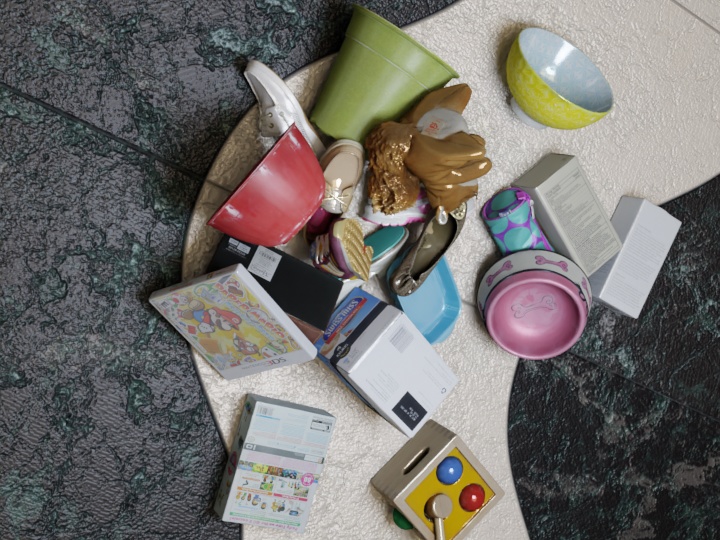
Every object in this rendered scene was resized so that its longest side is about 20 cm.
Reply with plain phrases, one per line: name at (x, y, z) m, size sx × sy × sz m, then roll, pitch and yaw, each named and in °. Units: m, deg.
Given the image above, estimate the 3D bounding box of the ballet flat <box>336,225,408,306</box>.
ballet flat at (0.000, 0.000, 1.700) m, size 0.200 × 0.069 × 0.070 m, roll -36°, pitch 110°, yaw -10°

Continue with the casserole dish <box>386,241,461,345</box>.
casserole dish at (0.104, 0.036, 1.733) m, size 0.121 × 0.039 × 0.200 m, roll -43°, pitch 128°, yaw -27°

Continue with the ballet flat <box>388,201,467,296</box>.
ballet flat at (0.114, -0.042, 1.654) m, size 0.067 × 0.046 × 0.200 m, roll 41°, pitch 75°, yaw -16°

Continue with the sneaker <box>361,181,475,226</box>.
sneaker at (0.101, -0.121, 1.708) m, size 0.200 × 0.081 × 0.088 m, roll -2°, pitch 101°, yaw -24°

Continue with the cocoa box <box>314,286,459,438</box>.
cocoa box at (0.037, 0.149, 1.674) m, size 0.133 × 0.131 × 0.200 m, roll -48°, pitch 128°, yaw -9°

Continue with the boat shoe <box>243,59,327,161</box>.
boat shoe at (-0.126, -0.231, 1.597) m, size 0.069 × 0.071 × 0.200 m, roll -41°, pitch 113°, yaw -14°

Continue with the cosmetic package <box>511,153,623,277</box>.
cosmetic package at (0.366, -0.097, 1.824) m, size 0.103 × 0.087 × 0.200 m, roll -37°, pitch 112°, yaw -13°

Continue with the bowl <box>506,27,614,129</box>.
bowl at (0.317, -0.303, 1.747) m, size 0.200 × 0.200 × 0.108 m, roll 19°, pitch 133°, yaw -25°

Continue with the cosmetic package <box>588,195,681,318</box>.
cosmetic package at (0.495, -0.025, 1.901) m, size 0.101 × 0.071 × 0.200 m, roll 28°, pitch 87°, yaw -24°

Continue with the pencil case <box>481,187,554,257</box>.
pencil case at (0.294, -0.043, 1.801) m, size 0.200 × 0.092 × 0.085 m, roll 56°, pitch 31°, yaw -22°

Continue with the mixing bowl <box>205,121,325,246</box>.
mixing bowl at (-0.123, -0.108, 1.518) m, size 0.108 × 0.200 × 0.200 m, roll 42°, pitch 81°, yaw -10°

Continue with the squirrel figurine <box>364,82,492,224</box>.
squirrel figurine at (0.100, -0.157, 1.580) m, size 0.200 × 0.142 × 0.187 m, roll -15°, pitch 147°, yaw -3°

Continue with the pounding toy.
pounding toy at (0.135, 0.404, 1.773) m, size 0.200 × 0.142 × 0.184 m, roll -44°, pitch 112°, yaw -12°

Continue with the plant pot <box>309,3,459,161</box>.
plant pot at (0.021, -0.278, 1.607) m, size 0.200 × 0.200 × 0.190 m, roll 30°, pitch 99°, yaw -25°

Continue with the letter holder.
letter holder at (-0.151, 0.043, 1.607) m, size 0.200 × 0.142 × 0.101 m, roll 27°, pitch 55°, yaw -9°

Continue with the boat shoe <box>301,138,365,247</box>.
boat shoe at (-0.043, -0.112, 1.594) m, size 0.074 × 0.069 × 0.200 m, roll 12°, pitch 135°, yaw -13°

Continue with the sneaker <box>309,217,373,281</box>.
sneaker at (-0.040, -0.029, 1.567) m, size 0.090 × 0.200 × 0.075 m, roll 5°, pitch 73°, yaw 12°

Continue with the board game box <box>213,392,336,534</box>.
board game box at (-0.139, 0.315, 1.683) m, size 0.147 × 0.064 × 0.200 m, roll 17°, pitch 90°, yaw -24°

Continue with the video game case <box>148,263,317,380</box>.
video game case at (-0.192, 0.083, 1.559) m, size 0.200 × 0.182 × 0.023 m, roll 51°, pitch 38°, yaw -30°

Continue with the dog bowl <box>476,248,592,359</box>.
dog bowl at (0.299, 0.066, 1.773) m, size 0.200 × 0.074 × 0.200 m, roll 3°, pitch 122°, yaw 5°
